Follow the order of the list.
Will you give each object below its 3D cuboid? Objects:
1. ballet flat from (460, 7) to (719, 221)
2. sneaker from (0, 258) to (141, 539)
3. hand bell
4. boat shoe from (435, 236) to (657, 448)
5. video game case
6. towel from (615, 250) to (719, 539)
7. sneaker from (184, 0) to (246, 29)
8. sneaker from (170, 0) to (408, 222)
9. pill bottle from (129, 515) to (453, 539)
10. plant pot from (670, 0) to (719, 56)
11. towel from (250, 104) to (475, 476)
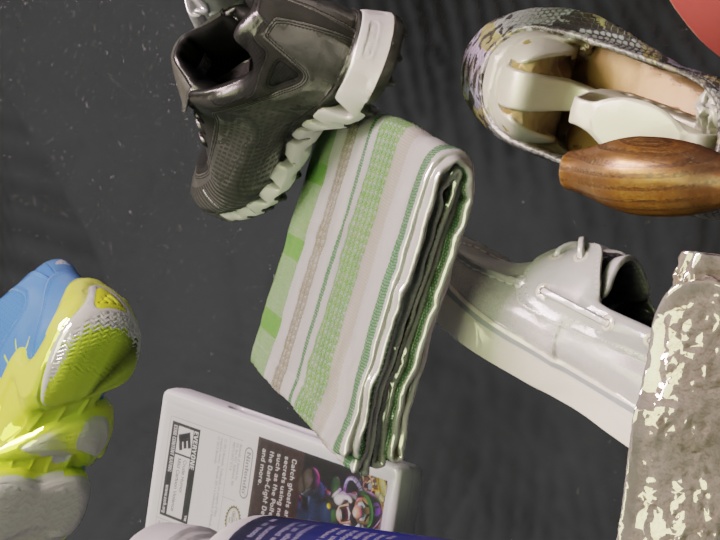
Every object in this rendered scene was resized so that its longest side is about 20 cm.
[{"bbox_3d":[0.102,-0.074,1.010,0.200,0.072,0.073,25,106,42],"label":"ballet flat"},{"bbox_3d":[-0.191,0.083,1.301,0.201,0.075,0.105,-59,40,17],"label":"sneaker"},{"bbox_3d":[0.167,-0.034,0.897,0.199,0.104,0.105,8,94,34],"label":"hand bell"},{"bbox_3d":[0.104,0.023,1.004,0.200,0.072,0.069,35,110,40],"label":"boat shoe"},{"bbox_3d":[-0.051,0.178,1.186,0.181,0.023,0.202,14,98,44],"label":"video game case"},{"bbox_3d":[0.172,0.098,0.922,0.131,0.034,0.202,8,97,13],"label":"towel"},{"bbox_3d":[-0.080,-0.162,1.120,0.200,0.114,0.076,136,140,-67],"label":"sneaker"},{"bbox_3d":[-0.057,-0.086,1.122,0.200,0.090,0.067,-38,34,59],"label":"sneaker"},{"bbox_3d":[-0.018,0.175,1.062,0.199,0.115,0.117,4,92,31],"label":"pill bottle"},{"bbox_3d":[0.207,-0.158,0.836,0.177,0.199,0.202,-18,76,53],"label":"plant pot"},{"bbox_3d":[0.000,0.000,1.076,0.200,0.030,0.150,-141,68,-71],"label":"towel"}]
